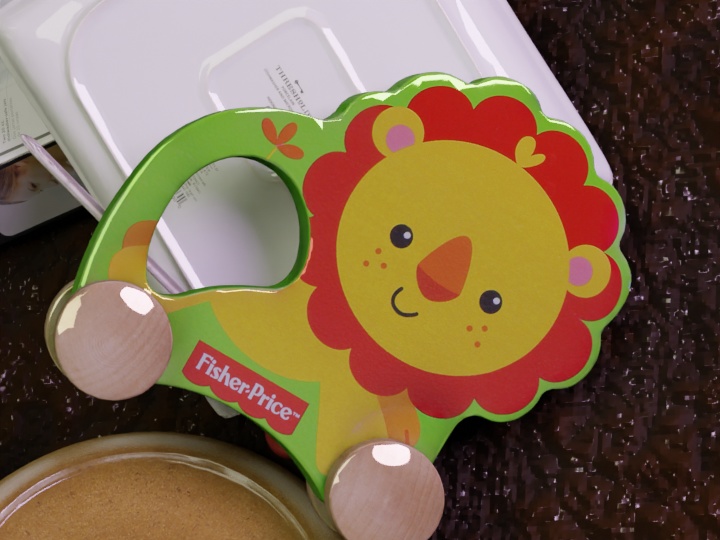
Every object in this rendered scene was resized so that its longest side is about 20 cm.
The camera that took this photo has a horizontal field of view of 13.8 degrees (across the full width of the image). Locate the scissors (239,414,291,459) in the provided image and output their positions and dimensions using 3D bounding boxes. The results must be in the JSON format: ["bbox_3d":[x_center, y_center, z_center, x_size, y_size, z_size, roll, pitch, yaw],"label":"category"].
[{"bbox_3d":[-0.006,-0.017,1.280,0.073,0.014,0.201,20,83,34],"label":"scissors"}]

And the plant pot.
[{"bbox_3d":[-0.088,0.145,1.202,0.199,0.028,0.201,0,55,0],"label":"plant pot"}]

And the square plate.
[{"bbox_3d":[-0.028,-0.070,1.235,0.198,0.028,0.201,-31,91,9],"label":"square plate"}]

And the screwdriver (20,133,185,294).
[{"bbox_3d":[-0.070,0.019,1.216,0.029,0.200,0.028,-56,18,-26],"label":"screwdriver"}]

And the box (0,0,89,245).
[{"bbox_3d":[-0.118,-0.098,1.333,0.199,0.060,0.117,-23,58,20],"label":"box"}]

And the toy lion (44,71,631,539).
[{"bbox_3d":[0.000,0.000,1.186,0.199,0.069,0.192,30,87,-9],"label":"toy lion"}]
